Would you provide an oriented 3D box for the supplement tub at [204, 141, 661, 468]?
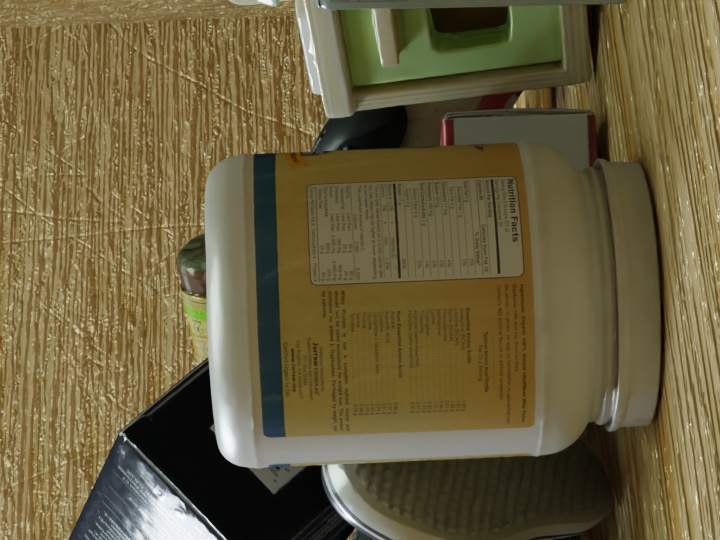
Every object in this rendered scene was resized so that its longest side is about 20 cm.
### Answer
[{"bbox_3d":[0.031,0.015,1.122,0.145,0.199,0.145,178,90,-89],"label":"supplement tub"}]

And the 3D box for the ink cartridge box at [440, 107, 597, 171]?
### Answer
[{"bbox_3d":[0.085,0.004,1.335,0.200,0.082,0.146,82,-175,-81],"label":"ink cartridge box"}]

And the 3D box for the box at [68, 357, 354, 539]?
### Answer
[{"bbox_3d":[-0.068,0.124,1.329,0.104,0.148,0.200,45,146,9],"label":"box"}]

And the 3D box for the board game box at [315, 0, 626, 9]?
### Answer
[{"bbox_3d":[0.048,-0.221,1.103,0.064,0.147,0.201,-89,-2,-55],"label":"board game box"}]

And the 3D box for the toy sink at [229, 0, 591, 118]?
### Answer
[{"bbox_3d":[0.016,-0.164,1.283,0.131,0.199,0.112,80,-175,-51],"label":"toy sink"}]

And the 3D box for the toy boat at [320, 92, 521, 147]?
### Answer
[{"bbox_3d":[0.065,-0.088,1.527,0.200,0.131,0.130,-57,29,4],"label":"toy boat"}]

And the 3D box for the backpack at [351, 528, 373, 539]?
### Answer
[{"bbox_3d":[0.044,0.232,1.420,0.178,0.150,0.200,60,164,15],"label":"backpack"}]

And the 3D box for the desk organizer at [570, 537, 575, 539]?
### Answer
[{"bbox_3d":[0.099,0.204,1.548,0.077,0.071,0.201,-88,-4,-69],"label":"desk organizer"}]

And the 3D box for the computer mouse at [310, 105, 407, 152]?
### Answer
[{"bbox_3d":[-0.045,-0.042,1.484,0.200,0.034,0.059,-44,33,25],"label":"computer mouse"}]

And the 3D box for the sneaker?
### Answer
[{"bbox_3d":[0.040,0.122,1.237,0.200,0.079,0.079,10,-126,-46],"label":"sneaker"}]

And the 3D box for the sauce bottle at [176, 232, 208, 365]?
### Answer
[{"bbox_3d":[-0.061,0.074,1.468,0.065,0.064,0.201,-94,-8,-68],"label":"sauce bottle"}]
